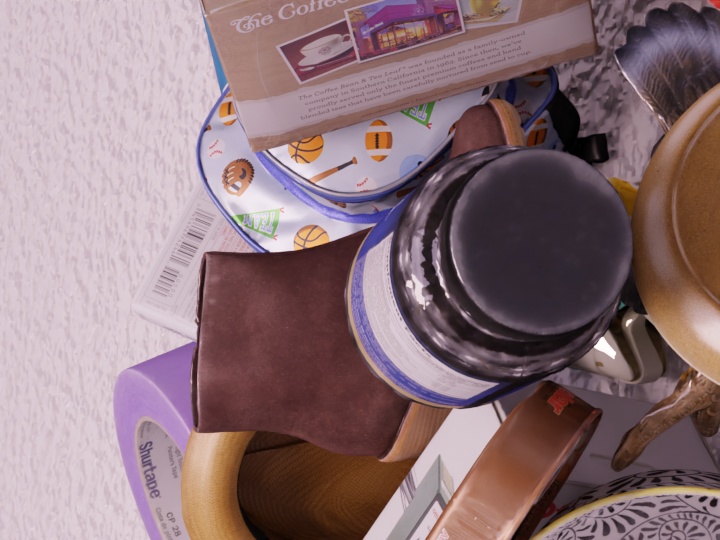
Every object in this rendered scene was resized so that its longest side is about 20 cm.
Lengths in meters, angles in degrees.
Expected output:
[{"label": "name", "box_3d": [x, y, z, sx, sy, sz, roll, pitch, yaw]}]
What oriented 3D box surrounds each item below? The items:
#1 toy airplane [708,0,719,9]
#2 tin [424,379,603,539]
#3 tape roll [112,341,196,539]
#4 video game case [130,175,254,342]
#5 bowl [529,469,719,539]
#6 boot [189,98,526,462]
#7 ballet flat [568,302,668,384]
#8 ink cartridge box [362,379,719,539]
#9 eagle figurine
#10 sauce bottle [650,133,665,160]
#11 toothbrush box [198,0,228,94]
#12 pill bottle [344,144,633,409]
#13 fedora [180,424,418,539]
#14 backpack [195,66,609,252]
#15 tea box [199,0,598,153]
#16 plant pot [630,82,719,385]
[{"label": "toy airplane", "box_3d": [0.165, -0.259, 1.508, 0.200, 0.141, 0.199, 39, 135, 51]}, {"label": "tin", "box_3d": [0.050, 0.141, 1.366, 0.200, 0.042, 0.112, -59, -6, 19]}, {"label": "tape roll", "box_3d": [-0.073, 0.138, 1.749, 0.200, 0.085, 0.200, 51, 153, 38]}, {"label": "video game case", "box_3d": [-0.018, -0.030, 1.699, 0.182, 0.024, 0.200, 22, 77, 26]}, {"label": "bowl", "box_3d": [0.157, 0.170, 1.408, 0.094, 0.200, 0.201, -82, 18, -63]}, {"label": "boot", "box_3d": [0.000, 0.000, 1.495, 0.072, 0.166, 0.200, -161, 78, -77]}, {"label": "ballet flat", "box_3d": [0.155, 0.021, 1.526, 0.200, 0.067, 0.071, -43, 57, 45]}, {"label": "ink cartridge box", "box_3d": [0.088, 0.158, 1.519, 0.200, 0.146, 0.084, -57, 36, 31]}, {"label": "eagle figurine", "box_3d": [0.169, -0.019, 1.401, 0.200, 0.151, 0.151, -99, -8, -53]}, {"label": "sauce bottle", "box_3d": [0.222, -0.111, 1.455, 0.200, 0.066, 0.066, -52, 42, 37]}, {"label": "toothbrush box", "box_3d": [-0.013, -0.185, 1.822, 0.200, 0.085, 0.147, -46, 46, 40]}, {"label": "pill bottle", "box_3d": [0.063, 0.002, 1.347, 0.200, 0.112, 0.112, 141, 133, -76]}, {"label": "fedora", "box_3d": [-0.008, 0.105, 1.593, 0.082, 0.200, 0.201, -134, 59, -68]}, {"label": "backpack", "box_3d": [0.006, -0.075, 1.616, 0.200, 0.154, 0.191, 39, 92, 28]}, {"label": "tea box", "box_3d": [0.003, -0.199, 1.515, 0.134, 0.200, 0.197, 73, -178, -57]}, {"label": "plant pot", "box_3d": [0.220, -0.028, 1.295, 0.200, 0.027, 0.200, -8, 58, 13]}]
